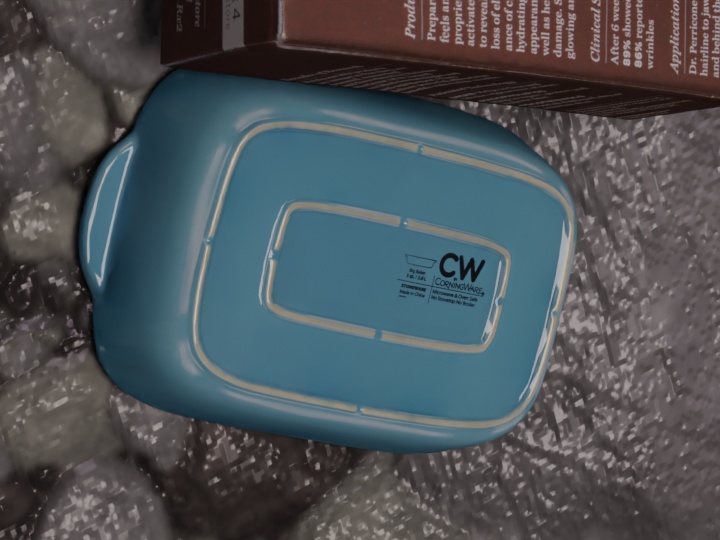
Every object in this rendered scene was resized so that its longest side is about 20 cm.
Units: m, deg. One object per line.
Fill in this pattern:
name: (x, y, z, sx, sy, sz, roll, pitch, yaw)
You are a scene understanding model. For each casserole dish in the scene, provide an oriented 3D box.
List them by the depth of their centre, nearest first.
casserole dish: (0.000, 0.000, 0.936, 0.200, 0.039, 0.121, 12, 92, -37)

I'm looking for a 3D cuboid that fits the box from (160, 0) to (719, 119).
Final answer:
box: (0.036, -0.107, 0.909, 0.200, 0.075, 0.100, 5, 84, -37)
